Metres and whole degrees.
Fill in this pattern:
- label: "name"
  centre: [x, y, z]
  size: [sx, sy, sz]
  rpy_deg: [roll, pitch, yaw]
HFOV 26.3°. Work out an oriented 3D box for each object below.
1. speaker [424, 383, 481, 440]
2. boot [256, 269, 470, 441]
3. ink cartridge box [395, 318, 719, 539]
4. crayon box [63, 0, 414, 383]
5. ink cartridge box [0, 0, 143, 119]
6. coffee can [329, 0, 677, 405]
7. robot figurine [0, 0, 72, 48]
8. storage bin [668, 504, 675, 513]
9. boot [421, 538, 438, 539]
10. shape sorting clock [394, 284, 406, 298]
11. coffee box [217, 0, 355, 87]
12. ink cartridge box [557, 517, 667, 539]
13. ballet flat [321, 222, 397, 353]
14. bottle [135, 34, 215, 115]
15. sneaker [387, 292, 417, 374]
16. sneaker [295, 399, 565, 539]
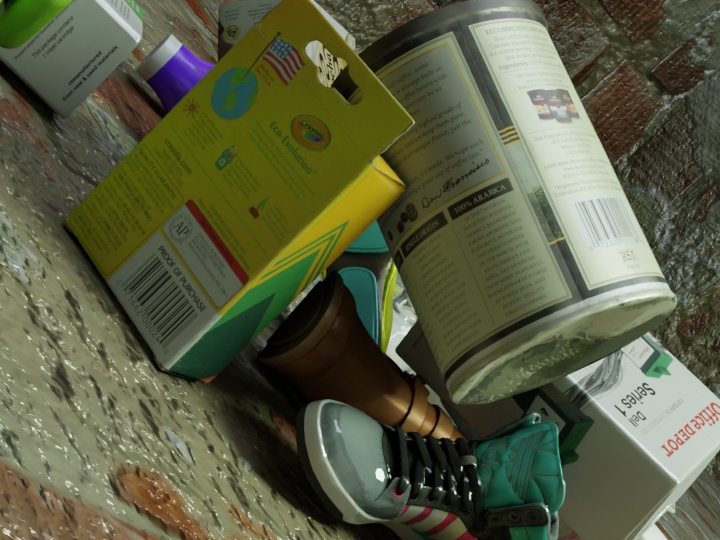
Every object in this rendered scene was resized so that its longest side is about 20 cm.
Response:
- label: "speaker"
  centre: [0.118, 0.165, 1.230]
  size: [0.081, 0.081, 0.200]
  rpy_deg: [39, 13, -43]
- label: "boot"
  centre: [0.013, 0.079, 0.991]
  size: [0.155, 0.074, 0.200]
  rpy_deg: [42, -7, 1]
- label: "ink cartridge box"
  centre: [0.144, 0.080, 1.044]
  size: [0.200, 0.084, 0.146]
  rpy_deg: [44, 29, 14]
- label: "crayon box"
  centre: [-0.064, -0.049, 0.895]
  size: [0.127, 0.200, 0.051]
  rpy_deg: [52, 12, 28]
- label: "ink cartridge box"
  centre: [-0.252, -0.218, 1.093]
  size: [0.200, 0.084, 0.145]
  rpy_deg: [45, 7, -18]
- label: "coffee can"
  centre: [0.081, -0.040, 0.925]
  size: [0.201, 0.146, 0.146]
  rpy_deg: [68, 15, 17]
- label: "robot figurine"
  centre: [-0.257, -0.203, 0.915]
  size: [0.175, 0.116, 0.200]
  rpy_deg: [46, 9, -18]
- label: "storage bin"
  centre: [0.222, 0.187, 1.583]
  size: [0.200, 0.094, 0.199]
  rpy_deg: [48, 9, 7]
- label: "boot"
  centre: [0.120, 0.250, 0.905]
  size: [0.200, 0.066, 0.175]
  rpy_deg: [40, 11, -34]
- label: "shape sorting clock"
  centre: [0.062, 0.057, 1.478]
  size: [0.200, 0.039, 0.200]
  rpy_deg: [36, 12, -9]
- label: "coffee box"
  centre: [-0.057, -0.104, 1.230]
  size: [0.113, 0.079, 0.201]
  rpy_deg: [31, 56, -64]
- label: "ink cartridge box"
  centre: [0.159, 0.216, 1.078]
  size: [0.200, 0.117, 0.067]
  rpy_deg: [52, 12, 28]
- label: "ballet flat"
  centre: [0.000, 0.000, 1.174]
  size: [0.067, 0.066, 0.201]
  rpy_deg: [87, 10, -68]
- label: "bottle"
  centre: [-0.118, -0.127, 1.404]
  size: [0.200, 0.065, 0.084]
  rpy_deg: [45, 9, -15]
- label: "sneaker"
  centre: [0.058, 0.033, 1.341]
  size: [0.078, 0.100, 0.200]
  rpy_deg: [43, 28, 20]
- label: "sneaker"
  centre: [0.059, 0.121, 0.916]
  size: [0.200, 0.120, 0.084]
  rpy_deg: [39, 38, -45]
